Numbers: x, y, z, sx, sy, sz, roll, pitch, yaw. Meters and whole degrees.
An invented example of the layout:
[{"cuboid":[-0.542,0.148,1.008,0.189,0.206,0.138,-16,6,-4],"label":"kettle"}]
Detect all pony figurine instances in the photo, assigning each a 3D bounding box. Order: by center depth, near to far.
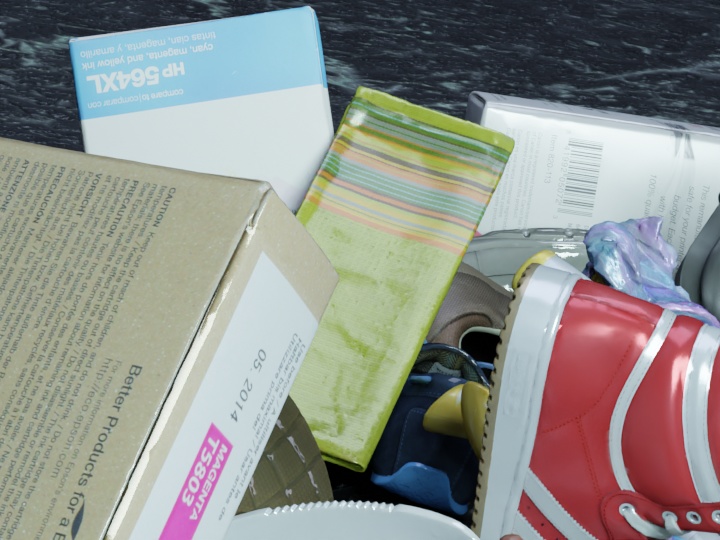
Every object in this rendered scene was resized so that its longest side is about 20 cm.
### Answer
[{"cuboid":[0.146,0.067,1.209,0.200,0.193,0.167,45,-6,30],"label":"pony figurine"}]

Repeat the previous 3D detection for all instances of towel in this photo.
[{"cuboid":[0.000,0.000,1.341,0.086,0.018,0.201,16,56,15],"label":"towel"}]

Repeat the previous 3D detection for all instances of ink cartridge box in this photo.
[{"cuboid":[-0.123,0.056,1.067,0.164,0.201,0.075,12,-23,31],"label":"ink cartridge box"},{"cuboid":[-0.071,-0.025,1.457,0.125,0.201,0.129,-8,3,-2],"label":"ink cartridge box"},{"cuboid":[0.153,-0.017,1.668,0.199,0.147,0.083,8,8,-5],"label":"ink cartridge box"}]

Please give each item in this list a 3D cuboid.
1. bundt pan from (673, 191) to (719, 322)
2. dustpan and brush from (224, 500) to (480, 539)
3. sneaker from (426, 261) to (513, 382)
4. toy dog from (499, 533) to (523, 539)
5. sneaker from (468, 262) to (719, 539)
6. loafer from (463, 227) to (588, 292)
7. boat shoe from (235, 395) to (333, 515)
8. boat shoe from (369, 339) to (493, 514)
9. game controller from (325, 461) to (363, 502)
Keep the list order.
[{"cuboid":[0.237,0.046,1.464,0.202,0.076,0.202,43,-11,11],"label":"bundt pan"},{"cuboid":[-0.066,0.129,1.092,0.199,0.057,0.140,-7,28,39],"label":"dustpan and brush"},{"cuboid":[0.095,0.054,1.535,0.199,0.071,0.076,15,38,-34],"label":"sneaker"},{"cuboid":[0.110,0.156,1.054,0.199,0.097,0.132,7,14,-9],"label":"toy dog"},{"cuboid":[0.104,0.096,1.106,0.112,0.201,0.071,14,38,14],"label":"sneaker"},{"cuboid":[0.066,0.014,1.591,0.199,0.070,0.070,-5,2,4],"label":"loafer"},{"cuboid":[-0.074,0.072,1.256,0.072,0.068,0.200,-3,49,-38],"label":"boat shoe"},{"cuboid":[0.042,0.069,1.376,0.084,0.069,0.200,19,4,-10],"label":"boat shoe"},{"cuboid":[-0.099,0.077,1.350,0.199,0.042,0.104,15,15,21],"label":"game controller"}]
